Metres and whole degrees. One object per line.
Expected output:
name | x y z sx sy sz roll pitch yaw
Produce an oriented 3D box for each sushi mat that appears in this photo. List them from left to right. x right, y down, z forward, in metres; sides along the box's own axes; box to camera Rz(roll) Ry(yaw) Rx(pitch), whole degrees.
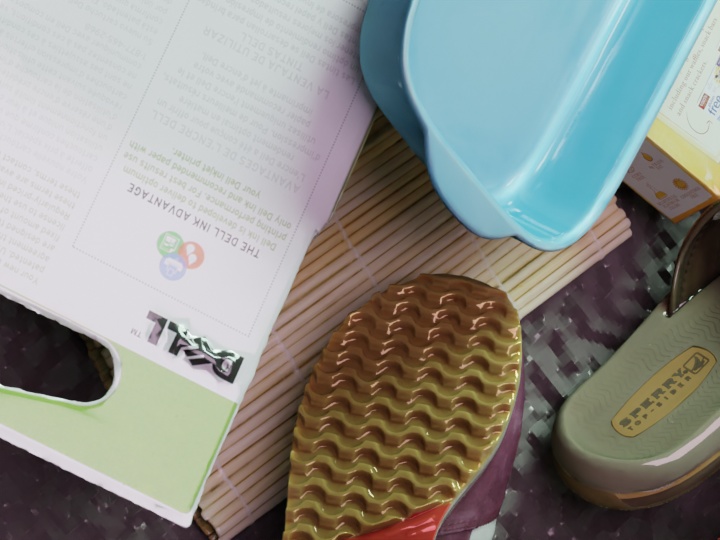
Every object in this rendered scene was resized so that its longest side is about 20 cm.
sushi mat | 0.000 0.000 0.860 0.199 0.012 0.096 -36 96 -23

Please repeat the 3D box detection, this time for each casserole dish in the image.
casserole dish | 0.063 -0.101 0.811 0.121 0.039 0.201 47 64 -39

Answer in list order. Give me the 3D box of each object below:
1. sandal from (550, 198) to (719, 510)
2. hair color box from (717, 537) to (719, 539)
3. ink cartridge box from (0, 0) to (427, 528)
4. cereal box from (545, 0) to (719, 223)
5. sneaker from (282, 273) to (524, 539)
sandal | 0.139 0.001 0.875 0.200 0.080 0.054 -42 129 -18
hair color box | 0.183 0.163 0.788 0.111 0.064 0.201 -36 101 -42
ink cartridge box | -0.085 -0.036 0.790 0.147 0.076 0.201 27 72 -11
cereal box | 0.077 -0.134 0.891 0.200 0.039 0.144 39 63 -11
sneaker | 0.010 0.099 0.819 0.074 0.090 0.201 11 60 12
